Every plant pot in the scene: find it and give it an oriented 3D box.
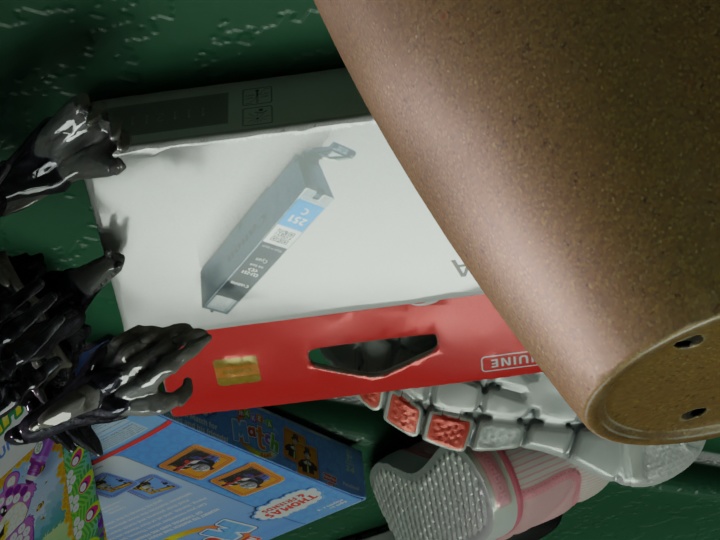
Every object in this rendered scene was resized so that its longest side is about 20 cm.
[{"bbox_3d":[0.079,-0.059,0.457,0.185,0.201,0.187,-10,154,-5],"label":"plant pot"}]

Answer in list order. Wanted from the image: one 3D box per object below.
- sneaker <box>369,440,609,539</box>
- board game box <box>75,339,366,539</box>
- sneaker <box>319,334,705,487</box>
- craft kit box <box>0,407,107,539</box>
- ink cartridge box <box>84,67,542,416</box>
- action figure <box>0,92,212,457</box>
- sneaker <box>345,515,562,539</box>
[{"bbox_3d":[0.078,0.113,0.881,0.104,0.076,0.200,-25,173,-21],"label":"sneaker"},{"bbox_3d":[-0.117,0.112,0.880,0.151,0.037,0.200,-27,142,30],"label":"board game box"},{"bbox_3d":[0.067,0.047,0.773,0.199,0.082,0.077,24,101,-8],"label":"sneaker"},{"bbox_3d":[-0.194,0.137,0.716,0.048,0.200,0.198,16,135,23],"label":"craft kit box"},{"bbox_3d":[0.000,0.000,0.660,0.199,0.045,0.177,-7,128,2],"label":"ink cartridge box"},{"bbox_3d":[-0.110,0.008,0.558,0.102,0.119,0.200,-27,179,-1],"label":"action figure"},{"bbox_3d":[0.053,0.203,1.012,0.076,0.088,0.200,24,137,-40],"label":"sneaker"}]
